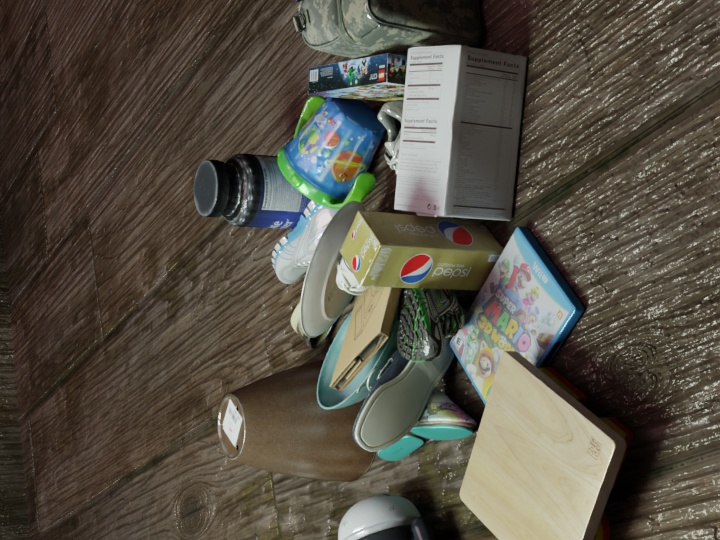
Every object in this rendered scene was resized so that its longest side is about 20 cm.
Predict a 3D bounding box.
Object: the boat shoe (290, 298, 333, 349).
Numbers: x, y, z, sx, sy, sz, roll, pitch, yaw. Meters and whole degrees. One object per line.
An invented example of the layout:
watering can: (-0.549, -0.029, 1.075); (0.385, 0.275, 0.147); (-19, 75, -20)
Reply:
boat shoe: (-0.044, 0.037, 1.681); (0.065, 0.072, 0.201); (55, 139, 30)

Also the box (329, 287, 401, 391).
box: (0.020, 0.044, 1.500); (0.164, 0.021, 0.202); (-53, 15, 51)

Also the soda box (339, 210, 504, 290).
soda box: (0.077, -0.023, 1.362); (0.068, 0.197, 0.065); (56, 131, 41)

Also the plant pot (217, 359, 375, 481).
plant pot: (-0.104, 0.224, 1.642); (0.186, 0.197, 0.191); (-4, 85, 57)

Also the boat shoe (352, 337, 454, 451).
boat shoe: (0.048, 0.150, 1.440); (0.061, 0.075, 0.201); (-8, 42, 55)

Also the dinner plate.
dinner plate: (-0.029, 0.002, 1.562); (0.024, 0.200, 0.203); (20, 110, 20)

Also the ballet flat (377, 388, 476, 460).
ballet flat: (0.083, 0.199, 1.481); (0.199, 0.068, 0.072); (-34, 42, 53)

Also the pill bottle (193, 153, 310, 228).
pill bottle: (-0.153, -0.123, 1.726); (0.111, 0.197, 0.114); (-2, 88, 57)

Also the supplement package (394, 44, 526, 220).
supplement package: (0.123, -0.169, 1.375); (0.109, 0.112, 0.204); (13, 98, 56)

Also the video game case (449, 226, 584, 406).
video game case: (0.185, 0.069, 1.357); (0.144, 0.018, 0.202); (61, 136, 39)

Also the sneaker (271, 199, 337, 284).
sneaker: (-0.073, -0.030, 1.721); (0.201, 0.074, 0.087); (-54, 52, 42)

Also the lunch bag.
lunch bag: (0.033, -0.337, 1.443); (0.167, 0.197, 0.142); (-25, 67, 53)

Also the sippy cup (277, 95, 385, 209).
sippy cup: (-0.034, -0.182, 1.619); (0.177, 0.139, 0.131); (40, 116, 9)

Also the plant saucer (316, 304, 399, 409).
plant saucer: (0.009, 0.111, 1.555); (0.200, 0.036, 0.201); (-49, 20, 25)

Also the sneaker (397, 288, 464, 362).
sneaker: (0.092, 0.055, 1.386); (0.200, 0.084, 0.079); (-82, 5, -69)

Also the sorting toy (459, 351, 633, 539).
sorting toy: (0.217, 0.225, 1.257); (0.200, 0.069, 0.202); (40, 122, 50)

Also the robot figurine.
robot figurine: (0.043, 0.401, 1.482); (0.125, 0.148, 0.203); (61, -169, -65)

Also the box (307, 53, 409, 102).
box: (0.036, -0.256, 1.492); (0.199, 0.135, 0.038); (6, 95, 57)

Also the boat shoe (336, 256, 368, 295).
boat shoe: (0.000, 0.000, 1.450); (0.071, 0.070, 0.200); (-64, 8, 10)

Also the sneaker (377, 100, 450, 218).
sneaker: (0.072, -0.136, 1.487); (0.075, 0.080, 0.203); (-35, 62, 49)
